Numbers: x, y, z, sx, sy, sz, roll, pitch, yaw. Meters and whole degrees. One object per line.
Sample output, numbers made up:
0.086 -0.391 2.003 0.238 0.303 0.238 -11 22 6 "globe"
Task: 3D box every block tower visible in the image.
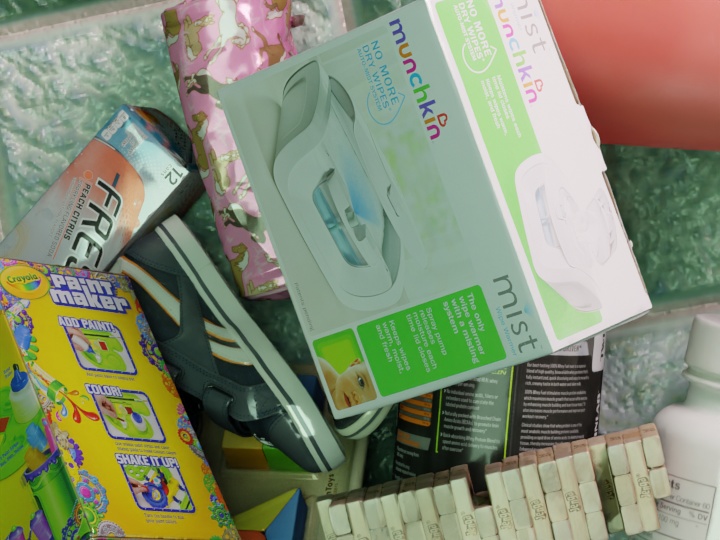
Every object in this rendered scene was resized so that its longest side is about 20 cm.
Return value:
0.076 0.136 1.601 0.199 0.058 0.054 -13 93 4 "block tower"

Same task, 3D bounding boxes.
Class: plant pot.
0.181 -0.156 1.622 0.177 0.200 0.201 12 96 2 "plant pot"

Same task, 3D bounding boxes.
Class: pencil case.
-0.059 -0.078 1.730 0.086 0.083 0.201 -14 89 5 "pencil case"

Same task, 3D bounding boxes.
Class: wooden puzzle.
-0.096 0.131 1.724 0.199 0.046 0.186 -1 58 16 "wooden puzzle"

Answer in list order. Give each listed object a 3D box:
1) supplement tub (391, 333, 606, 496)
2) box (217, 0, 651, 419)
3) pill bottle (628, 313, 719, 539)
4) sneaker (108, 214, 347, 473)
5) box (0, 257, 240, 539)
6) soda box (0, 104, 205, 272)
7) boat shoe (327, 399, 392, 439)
0.083 0.083 1.685 0.122 0.123 0.201 6 95 13 "supplement tub"
0.041 -0.040 1.546 0.176 0.097 0.201 -18 91 45 "box"
0.220 0.132 1.658 0.114 0.114 0.201 12 96 13 "pill bottle"
-0.087 0.061 1.698 0.079 0.078 0.200 -36 59 -6 "sneaker"
-0.204 0.130 1.645 0.200 0.122 0.193 -42 59 30 "box"
-0.181 -0.011 1.770 0.064 0.068 0.200 44 101 10 "soda box"
0.000 0.000 1.667 0.062 0.075 0.201 15 76 -26 "boat shoe"
